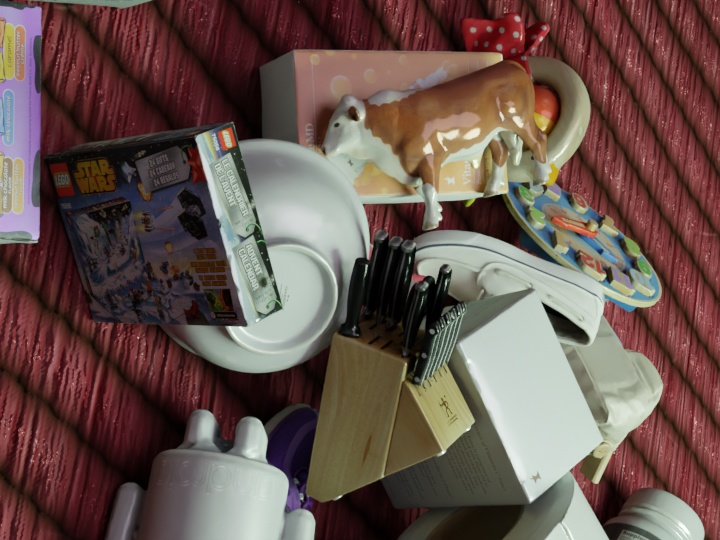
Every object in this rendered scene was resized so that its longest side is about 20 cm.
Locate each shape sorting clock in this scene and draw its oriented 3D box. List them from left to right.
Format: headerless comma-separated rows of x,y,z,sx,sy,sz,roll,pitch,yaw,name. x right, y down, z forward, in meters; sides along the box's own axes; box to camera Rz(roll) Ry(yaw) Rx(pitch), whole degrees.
0.230,-0.035,1.402,0.198,0.039,0.201,28,29,-17,shape sorting clock

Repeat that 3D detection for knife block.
0.006,0.075,1.105,0.064,0.199,0.177,-29,90,-55,knife block

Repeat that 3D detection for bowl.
-0.074,0.005,1.086,0.198,0.090,0.204,-8,116,-16,bowl

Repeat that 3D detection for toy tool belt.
0.209,0.104,1.374,0.123,0.124,0.201,-7,50,-27,toy tool belt

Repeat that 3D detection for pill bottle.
0.292,0.343,1.484,0.200,0.112,0.114,-48,120,-33,pill bottle

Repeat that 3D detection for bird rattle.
0.153,-0.156,1.340,0.201,0.162,0.113,-59,144,-16,bird rattle

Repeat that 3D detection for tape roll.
0.129,0.280,1.178,0.202,0.202,0.140,-41,104,-37,tape roll

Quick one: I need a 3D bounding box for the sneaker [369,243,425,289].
0.000,0.000,1.237,0.198,0.073,0.088,1,85,-45,sneaker

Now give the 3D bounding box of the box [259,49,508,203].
0.020,-0.124,1.196,0.197,0.097,0.127,-3,90,-22,box

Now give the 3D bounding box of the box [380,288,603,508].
0.090,0.119,1.213,0.106,0.199,0.154,-31,99,-35,box

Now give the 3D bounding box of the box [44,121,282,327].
-0.149,-0.030,1.003,0.040,0.198,0.139,-26,108,-40,box

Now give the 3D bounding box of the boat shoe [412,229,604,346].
0.136,0.023,1.305,0.197,0.072,0.066,20,49,-3,boat shoe

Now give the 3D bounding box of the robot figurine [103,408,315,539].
-0.121,0.216,1.077,0.113,0.167,0.203,77,19,-72,robot figurine

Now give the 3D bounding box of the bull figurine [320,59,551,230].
0.067,-0.107,1.129,0.198,0.065,0.123,-21,100,-19,bull figurine

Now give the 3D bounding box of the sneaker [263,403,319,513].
-0.062,0.214,1.164,0.080,0.083,0.203,34,65,-39,sneaker

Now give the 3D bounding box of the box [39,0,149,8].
-0.196,-0.259,0.963,0.182,0.198,0.107,-6,92,-44,box

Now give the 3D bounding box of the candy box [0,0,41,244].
-0.321,-0.107,0.928,0.198,0.071,0.171,3,88,-45,candy box
